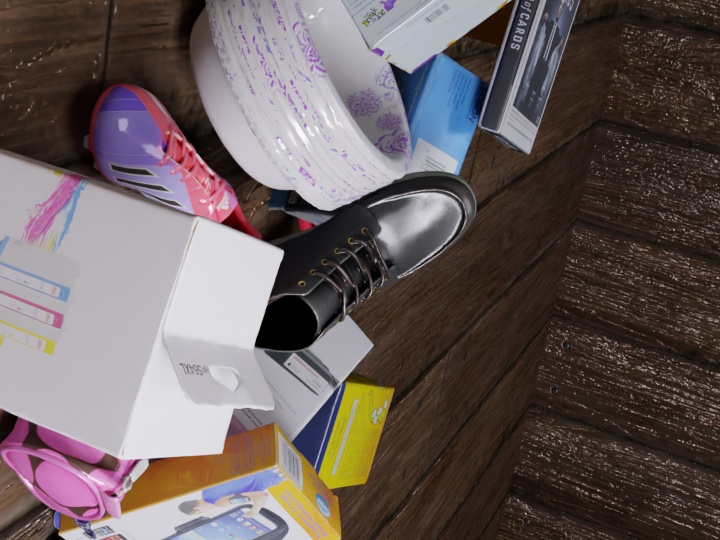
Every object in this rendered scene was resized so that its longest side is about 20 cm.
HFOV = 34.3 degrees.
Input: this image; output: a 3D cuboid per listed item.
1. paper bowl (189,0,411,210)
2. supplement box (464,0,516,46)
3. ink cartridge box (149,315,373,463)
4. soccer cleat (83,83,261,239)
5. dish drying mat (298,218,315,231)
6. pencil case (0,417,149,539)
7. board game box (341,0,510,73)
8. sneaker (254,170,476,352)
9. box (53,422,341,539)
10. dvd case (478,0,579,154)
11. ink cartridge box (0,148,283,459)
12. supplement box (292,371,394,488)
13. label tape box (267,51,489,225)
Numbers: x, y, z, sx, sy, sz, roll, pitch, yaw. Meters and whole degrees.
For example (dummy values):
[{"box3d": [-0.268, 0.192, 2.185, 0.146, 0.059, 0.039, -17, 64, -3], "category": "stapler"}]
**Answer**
[{"box3d": [-0.049, -0.142, 0.853, 0.201, 0.103, 0.202, 53, 23, -34], "category": "paper bowl"}, {"box3d": [0.082, -0.331, 1.004, 0.133, 0.194, 0.202, 67, 45, -65], "category": "supplement box"}, {"box3d": [-0.094, 0.112, 0.970, 0.144, 0.084, 0.200, -42, -179, 33], "category": "ink cartridge box"}, {"box3d": [-0.126, -0.066, 0.817, 0.200, 0.075, 0.068, 65, 45, -65], "category": "soccer cleat"}, {"box3d": [-0.037, -0.004, 1.097, 0.077, 0.018, 0.204, 21, 60, -78], "category": "dish drying mat"}, {"box3d": [-0.160, 0.079, 0.820, 0.201, 0.092, 0.092, -61, 149, -37], "category": "pencil case"}, {"box3d": [0.013, -0.261, 0.833, 0.104, 0.202, 0.103, -32, 170, 16], "category": "board game box"}, {"box3d": [0.000, 0.000, 0.857, 0.076, 0.197, 0.107, 62, 7, -22], "category": "sneaker"}, {"box3d": [-0.126, 0.184, 0.860, 0.120, 0.197, 0.042, 57, 17, -46], "category": "box"}, {"box3d": [0.152, -0.205, 0.977, 0.150, 0.024, 0.203, 3, 106, -72], "category": "dvd case"}, {"box3d": [-0.143, 0.018, 0.643, 0.128, 0.197, 0.127, 20, 88, -72], "category": "ink cartridge box"}, {"box3d": [-0.052, 0.151, 1.186, 0.200, 0.107, 0.111, 25, 83, -72], "category": "supplement box"}, {"box3d": [0.009, -0.104, 1.005, 0.065, 0.199, 0.145, 24, 82, -30], "category": "label tape box"}]
